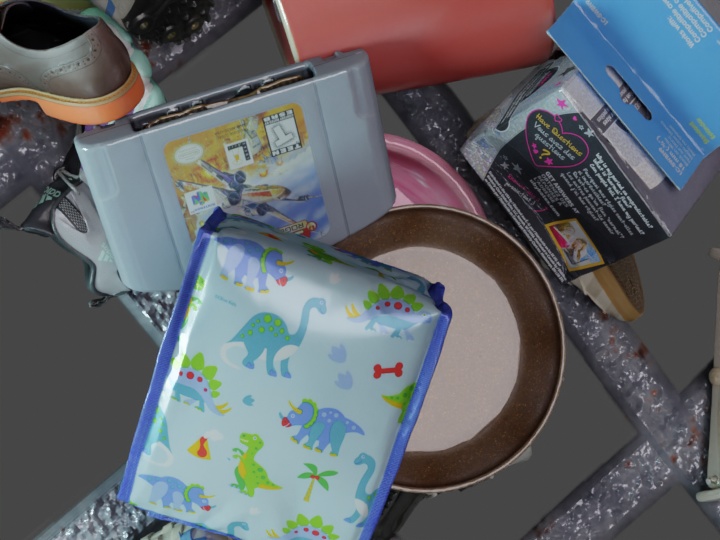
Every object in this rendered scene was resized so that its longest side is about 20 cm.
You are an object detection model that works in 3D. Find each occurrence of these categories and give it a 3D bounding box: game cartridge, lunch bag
[{"bbox_3d":[-0.077,-0.060,0.987,0.199,0.042,0.134,-18,121,-7],"label":"game cartridge"},{"bbox_3d":[-0.050,0.081,0.948,0.169,0.127,0.201,18,98,-2],"label":"lunch bag"}]

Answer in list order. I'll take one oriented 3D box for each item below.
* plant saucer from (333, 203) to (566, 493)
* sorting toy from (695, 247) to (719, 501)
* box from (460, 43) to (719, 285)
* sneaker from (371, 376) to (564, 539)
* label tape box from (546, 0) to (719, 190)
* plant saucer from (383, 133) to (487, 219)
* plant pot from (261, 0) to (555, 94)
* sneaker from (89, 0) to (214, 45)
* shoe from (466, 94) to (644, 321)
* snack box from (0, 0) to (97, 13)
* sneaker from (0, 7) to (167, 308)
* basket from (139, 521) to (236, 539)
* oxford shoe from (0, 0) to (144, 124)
[{"bbox_3d":[0.044,0.055,1.039,0.199,0.037,0.202,1,82,-5],"label":"plant saucer"},{"bbox_3d":[0.368,0.088,1.173,0.179,0.107,0.201,4,88,-34],"label":"sorting toy"},{"bbox_3d":[0.189,-0.110,1.065,0.132,0.115,0.200,52,49,-9],"label":"box"},{"bbox_3d":[0.081,0.132,1.094,0.088,0.074,0.200,39,81,-9],"label":"sneaker"},{"bbox_3d":[0.232,-0.172,1.008,0.144,0.063,0.200,47,49,-8],"label":"label tape box"},{"bbox_3d":[0.000,0.000,1.087,0.199,0.051,0.202,0,89,-15],"label":"plant saucer"},{"bbox_3d":[0.019,-0.213,1.034,0.176,0.200,0.202,-20,94,-3],"label":"plant pot"},{"bbox_3d":[-0.176,-0.212,0.974,0.200,0.073,0.072,24,112,-46],"label":"sneaker"},{"bbox_3d":[0.152,-0.042,1.131,0.201,0.053,0.070,56,34,-10],"label":"shoe"},{"bbox_3d":[-0.260,-0.235,0.996,0.199,0.037,0.117,0,132,-15],"label":"snack box"},{"bbox_3d":[-0.195,-0.071,1.023,0.139,0.078,0.201,-23,95,-15],"label":"sneaker"},{"bbox_3d":[-0.136,0.275,1.003,0.200,0.139,0.177,-37,102,-1],"label":"basket"},{"bbox_3d":[-0.235,-0.152,0.974,0.199,0.073,0.071,10,49,23],"label":"oxford shoe"}]
